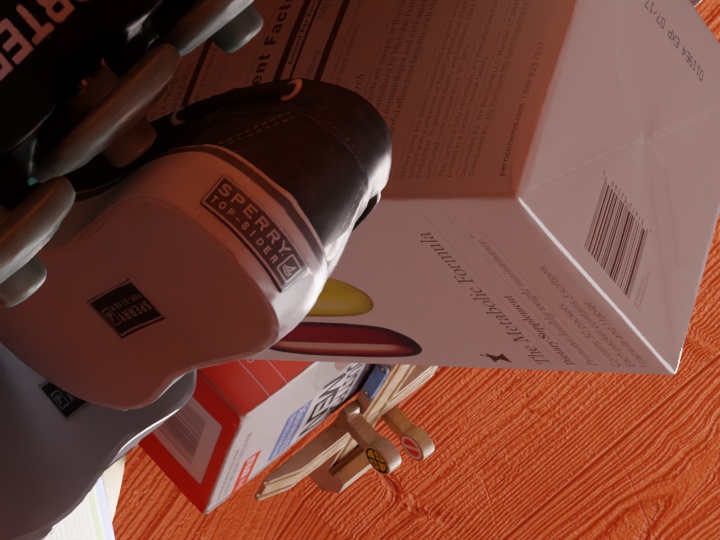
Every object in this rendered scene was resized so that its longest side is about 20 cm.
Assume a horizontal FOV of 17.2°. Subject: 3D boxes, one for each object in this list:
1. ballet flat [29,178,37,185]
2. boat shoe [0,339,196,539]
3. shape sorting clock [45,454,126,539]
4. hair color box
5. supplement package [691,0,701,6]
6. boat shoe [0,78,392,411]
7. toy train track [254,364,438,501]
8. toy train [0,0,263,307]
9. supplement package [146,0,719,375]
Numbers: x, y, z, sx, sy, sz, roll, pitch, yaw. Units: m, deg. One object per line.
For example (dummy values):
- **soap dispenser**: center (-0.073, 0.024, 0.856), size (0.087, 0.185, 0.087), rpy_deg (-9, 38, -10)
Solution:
- **ballet flat**: center (-0.155, -0.014, 0.722), size (0.067, 0.067, 0.200), rpy_deg (-14, -155, 44)
- **boat shoe**: center (-0.122, 0.055, 0.734), size (0.068, 0.074, 0.199), rpy_deg (-40, -178, 24)
- **shape sorting clock**: center (-0.144, 0.073, 0.819), size (0.200, 0.039, 0.201), rpy_deg (-33, 128, -56)
- **hair color box**: center (0.000, 0.000, 0.946), size (0.200, 0.064, 0.111), rpy_deg (-39, 168, -24)
- **supplement package**: center (0.087, -0.207, 1.110), size (0.152, 0.200, 0.151), rpy_deg (-51, -175, -30)
- **boat shoe**: center (-0.053, -0.007, 0.636), size (0.057, 0.069, 0.200), rpy_deg (-47, -163, -24)
- **toy train track**: center (0.020, 0.051, 0.960), size (0.115, 0.033, 0.200), rpy_deg (-37, 168, -28)
- **toy train**: center (-0.099, -0.046, 0.581), size (0.114, 0.085, 0.200), rpy_deg (-28, -161, 44)
- **supplement package**: center (0.007, -0.040, 0.784), size (0.200, 0.114, 0.110), rpy_deg (0, -120, 37)
